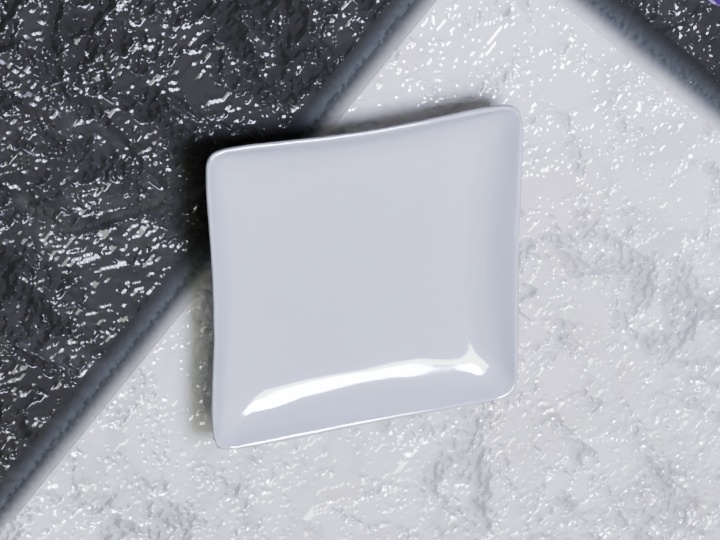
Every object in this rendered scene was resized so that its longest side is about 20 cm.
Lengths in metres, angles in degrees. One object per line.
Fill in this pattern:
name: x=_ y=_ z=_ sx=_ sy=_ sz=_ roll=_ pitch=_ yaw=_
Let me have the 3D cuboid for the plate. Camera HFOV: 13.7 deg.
plate: x=0.000 y=0.000 z=1.804 sx=0.199 sy=0.032 sz=0.200 roll=-10 pitch=118 yaw=-17

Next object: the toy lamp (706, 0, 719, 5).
toy lamp: x=0.166 y=-0.232 z=1.740 sx=0.058 sy=0.058 sz=0.200 roll=-41 pitch=124 yaw=1
